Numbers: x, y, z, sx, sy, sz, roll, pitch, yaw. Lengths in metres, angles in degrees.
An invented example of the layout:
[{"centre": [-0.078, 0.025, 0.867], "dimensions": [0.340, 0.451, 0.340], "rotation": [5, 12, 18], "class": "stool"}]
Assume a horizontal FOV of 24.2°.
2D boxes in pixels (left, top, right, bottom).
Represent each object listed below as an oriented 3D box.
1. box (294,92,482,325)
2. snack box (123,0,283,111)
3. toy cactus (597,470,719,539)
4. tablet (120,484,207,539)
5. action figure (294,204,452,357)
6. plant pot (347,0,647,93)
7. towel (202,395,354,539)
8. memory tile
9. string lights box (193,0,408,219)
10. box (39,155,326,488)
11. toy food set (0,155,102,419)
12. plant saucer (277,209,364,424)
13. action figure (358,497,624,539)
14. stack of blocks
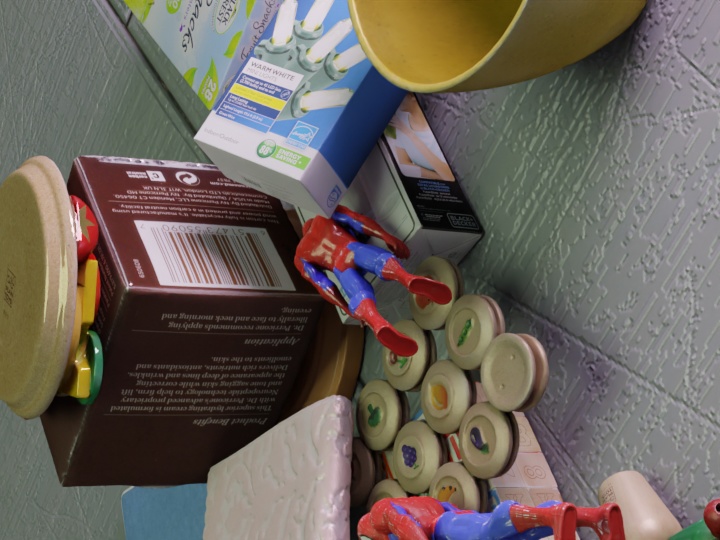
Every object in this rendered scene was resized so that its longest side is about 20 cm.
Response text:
[{"centre": [0.004, -0.070, 1.262], "dimensions": [0.117, 0.060, 0.200], "rotation": [-51, 48, 38], "class": "box"}, {"centre": [-0.114, -0.253, 1.437], "dimensions": [0.200, 0.068, 0.169], "rotation": [50, 124, 42], "class": "snack box"}, {"centre": [0.174, 0.192, 0.989], "dimensions": [0.165, 0.102, 0.200], "rotation": [-111, 34, -45], "class": "toy cactus"}, {"centre": [-0.155, 0.229, 1.487], "dimensions": [0.200, 0.014, 0.130], "rotation": [-35, 59, 46], "class": "tablet"}, {"centre": [0.000, 0.000, 1.156], "dimensions": [0.065, 0.052, 0.200], "rotation": [-61, 30, 7], "class": "action figure"}, {"centre": [0.104, -0.204, 1.070], "dimensions": [0.200, 0.142, 0.200], "rotation": [-9, 79, 52], "class": "plant pot"}, {"centre": [-0.062, 0.209, 1.195], "dimensions": [0.191, 0.032, 0.200], "rotation": [-36, 46, 51], "class": "towel"}, {"centre": [0.047, 0.104, 1.122], "dimensions": [0.153, 0.017, 0.200], "rotation": [47, 122, 45], "class": "memory tile"}, {"centre": [-0.020, -0.146, 1.206], "dimensions": [0.103, 0.059, 0.200], "rotation": [22, 74, 32], "class": "string lights box"}, {"centre": [-0.151, 0.041, 1.303], "dimensions": [0.164, 0.166, 0.200], "rotation": [60, 137, 44], "class": "box"}, {"centre": [-0.237, 0.015, 1.241], "dimensions": [0.200, 0.049, 0.198], "rotation": [6, 92, 61], "class": "toy food set"}, {"centre": [-0.067, 0.049, 1.371], "dimensions": [0.200, 0.032, 0.201], "rotation": [-8, 80, 52], "class": "plant saucer"}, {"centre": [0.066, 0.160, 1.017], "dimensions": [0.200, 0.065, 0.052], "rotation": [-4, 87, 51], "class": "action figure"}, {"centre": [0.084, 0.188, 1.124], "dimensions": [0.115, 0.059, 0.200], "rotation": [-51, 48, 37], "class": "stack of blocks"}]
